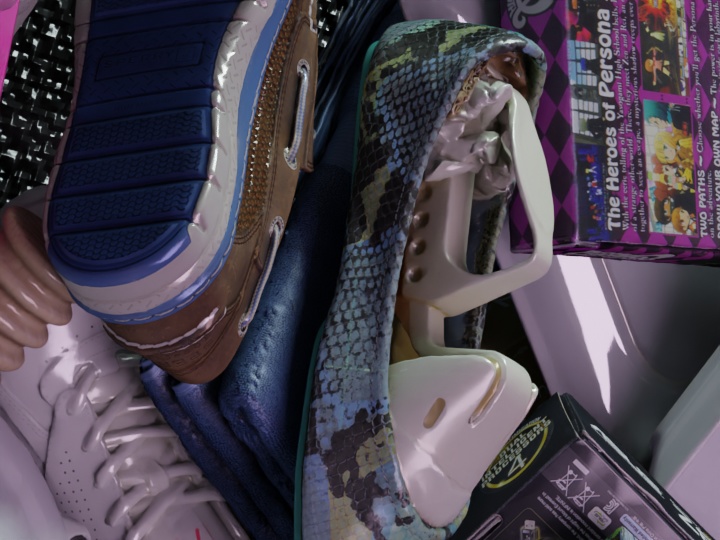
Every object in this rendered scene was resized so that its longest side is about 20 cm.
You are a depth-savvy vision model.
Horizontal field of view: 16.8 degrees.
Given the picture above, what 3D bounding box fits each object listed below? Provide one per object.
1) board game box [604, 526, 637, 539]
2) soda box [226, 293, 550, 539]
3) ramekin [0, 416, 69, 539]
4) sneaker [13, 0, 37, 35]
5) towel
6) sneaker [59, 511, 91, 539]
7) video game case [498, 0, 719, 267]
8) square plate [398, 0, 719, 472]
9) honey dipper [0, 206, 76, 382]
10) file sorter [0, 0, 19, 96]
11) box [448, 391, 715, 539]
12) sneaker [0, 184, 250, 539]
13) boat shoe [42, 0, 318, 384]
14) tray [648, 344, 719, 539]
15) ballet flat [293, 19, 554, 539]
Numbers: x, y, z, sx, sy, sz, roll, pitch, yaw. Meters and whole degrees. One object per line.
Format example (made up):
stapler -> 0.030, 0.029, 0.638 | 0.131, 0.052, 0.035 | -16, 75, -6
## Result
board game box -> 0.043, 0.186, 0.749 | 0.200, 0.062, 0.200 | -43, 106, 11
soda box -> 0.034, 0.051, 0.902 | 0.200, 0.064, 0.068 | -31, 122, -27
ramekin -> -0.180, 0.115, 0.670 | 0.199, 0.098, 0.202 | 0, 107, -1
sneaker -> -0.092, -0.129, 0.713 | 0.076, 0.092, 0.201 | 28, 89, -41
towel -> 0.000, 0.000, 0.821 | 0.112, 0.048, 0.200 | 58, 41, -36
sneaker -> -0.162, 0.143, 0.782 | 0.201, 0.081, 0.075 | -59, 171, 17
video game case -> 0.119, -0.101, 0.855 | 0.181, 0.036, 0.201 | 3, 82, -44
square plate -> 0.115, -0.046, 0.888 | 0.198, 0.028, 0.201 | -34, 108, -42
honey dipper -> -0.161, 0.061, 0.732 | 0.200, 0.038, 0.038 | -43, 132, 10
file sorter -> -0.148, -0.093, 0.618 | 0.138, 0.125, 0.201 | 10, 108, -14
box -> 0.079, 0.164, 0.801 | 0.200, 0.049, 0.161 | 43, 98, -14
sneaker -> -0.072, 0.067, 0.799 | 0.078, 0.099, 0.201 | -29, 123, -27
boat shoe -> -0.049, -0.053, 0.755 | 0.073, 0.072, 0.201 | 65, 31, -46
tray -> 0.146, 0.053, 0.896 | 0.108, 0.022, 0.200 | -53, 161, 0
ballet flat -> 0.024, 0.014, 0.748 | 0.074, 0.074, 0.201 | 19, 70, -41
